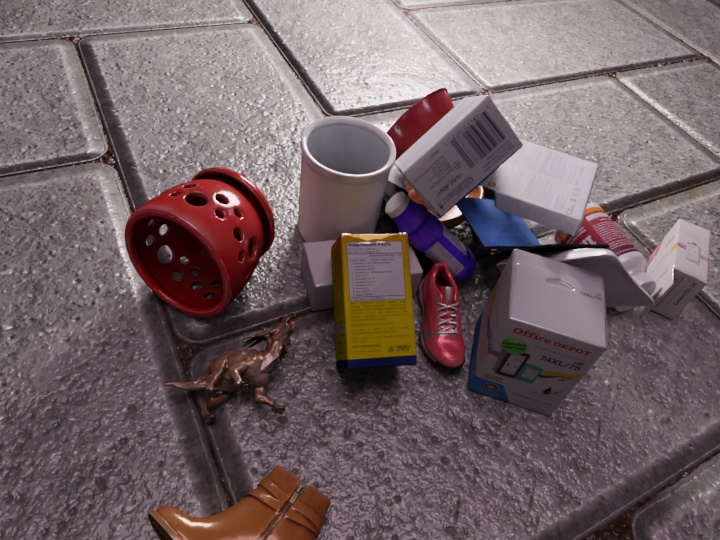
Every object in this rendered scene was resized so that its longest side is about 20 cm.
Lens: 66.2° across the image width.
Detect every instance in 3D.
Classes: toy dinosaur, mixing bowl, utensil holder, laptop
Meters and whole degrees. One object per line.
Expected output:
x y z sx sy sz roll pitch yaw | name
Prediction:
-0.182 0.145 0.826 0.197 0.087 0.136 -12 40 0 | toy dinosaur
0.145 -0.284 1.205 0.199 0.200 0.109 -34 82 -33 | mixing bowl
-0.035 -0.152 1.028 0.167 0.201 0.172 6 48 -7 | utensil holder
0.297 -0.086 0.973 0.185 0.199 0.118 -3 88 -40 | laptop

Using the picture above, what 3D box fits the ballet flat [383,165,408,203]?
0.053 -0.185 1.119 0.067 0.069 0.200 22 17 -36 | ballet flat

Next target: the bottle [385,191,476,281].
0.127 -0.062 1.005 0.199 0.065 0.084 39 14 -27 | bottle

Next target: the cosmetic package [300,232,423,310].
0.000 0.000 0.989 0.197 0.072 0.102 -6 50 -17 | cosmetic package

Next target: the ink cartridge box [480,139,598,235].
0.322 -0.164 1.017 0.198 0.044 0.197 22 47 16 | ink cartridge box

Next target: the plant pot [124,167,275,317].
-0.247 -0.054 0.906 0.198 0.202 0.183 26 43 11 | plant pot

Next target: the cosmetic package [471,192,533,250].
0.282 -0.137 1.166 0.103 0.072 0.202 5 49 -8 | cosmetic package

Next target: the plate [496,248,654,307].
0.361 0.012 0.928 0.199 0.198 0.033 31 66 -39 | plate

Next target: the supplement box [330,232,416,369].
0.017 0.051 0.868 0.107 0.109 0.203 -1 81 -13 | supplement box

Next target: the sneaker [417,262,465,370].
0.138 0.072 0.946 0.073 0.087 0.202 1 49 -9 | sneaker

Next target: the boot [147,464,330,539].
-0.147 0.309 0.694 0.199 0.074 0.155 34 51 2 | boot

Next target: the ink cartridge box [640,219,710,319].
0.615 0.009 1.080 0.067 0.117 0.201 26 50 11 | ink cartridge box

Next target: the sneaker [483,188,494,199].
0.271 -0.242 1.152 0.072 0.082 0.202 -6 50 -16 | sneaker

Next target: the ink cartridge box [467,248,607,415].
0.273 0.099 0.873 0.145 0.201 0.147 16 48 4 | ink cartridge box

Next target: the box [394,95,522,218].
0.163 -0.205 0.979 0.105 0.183 0.200 47 10 -13 | box

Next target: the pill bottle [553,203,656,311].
0.479 -0.026 1.083 0.111 0.114 0.201 -11 52 -20 | pill bottle

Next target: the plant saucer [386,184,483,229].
0.152 -0.139 1.127 0.197 0.038 0.201 -9 37 7 | plant saucer
